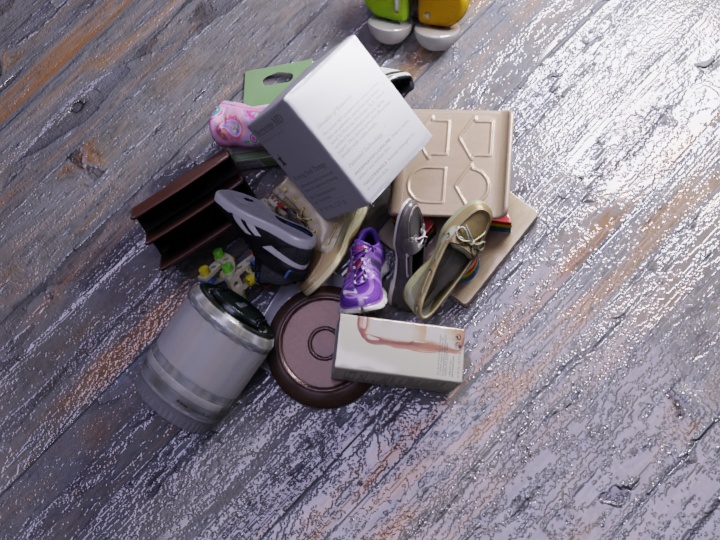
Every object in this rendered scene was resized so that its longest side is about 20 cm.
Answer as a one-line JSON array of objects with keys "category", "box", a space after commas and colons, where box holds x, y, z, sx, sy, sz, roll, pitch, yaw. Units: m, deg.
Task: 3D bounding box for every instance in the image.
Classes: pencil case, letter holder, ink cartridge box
[{"category": "pencil case", "box": [-0.157, -0.246, 1.583, 0.197, 0.087, 0.089, 7, 73, 25]}, {"category": "letter holder", "box": [-0.281, -0.103, 1.576, 0.198, 0.142, 0.101, -33, 109, -1]}, {"category": "ink cartridge box", "box": [-0.159, -0.288, 1.671, 0.143, 0.048, 0.204, -6, 73, 19]}]

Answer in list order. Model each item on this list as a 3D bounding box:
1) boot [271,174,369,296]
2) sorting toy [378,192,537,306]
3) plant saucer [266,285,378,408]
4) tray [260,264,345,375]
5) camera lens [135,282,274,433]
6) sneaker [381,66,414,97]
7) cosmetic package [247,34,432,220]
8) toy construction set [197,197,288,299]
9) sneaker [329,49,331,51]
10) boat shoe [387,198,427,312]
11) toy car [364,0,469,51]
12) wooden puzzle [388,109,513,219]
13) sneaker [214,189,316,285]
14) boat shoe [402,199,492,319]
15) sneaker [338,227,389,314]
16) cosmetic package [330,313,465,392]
[{"category": "boot", "box": [-0.088, -0.076, 1.526, 0.155, 0.073, 0.202, 36, 67, -16]}, {"category": "sorting toy", "box": [0.159, -0.083, 1.545, 0.198, 0.070, 0.201, 37, 81, 19]}, {"category": "plant saucer", "box": [-0.057, 0.122, 1.518, 0.196, 0.035, 0.204, 0, 78, 0]}, {"category": "tray", "box": [-0.106, 0.082, 1.564, 0.106, 0.022, 0.202, 28, 79, 18]}, {"category": "camera lens", "box": [-0.245, 0.135, 1.482, 0.159, 0.160, 0.201, 38, 96, 19]}, {"category": "sneaker", "box": [0.022, -0.276, 1.586, 0.087, 0.076, 0.201, 11, 58, 36]}, {"category": "cosmetic package", "box": [-0.034, -0.216, 1.441, 0.201, 0.167, 0.167, 49, 66, -14]}, {"category": "toy construction set", "box": [-0.180, -0.029, 1.582, 0.130, 0.092, 0.201, 20, 65, 48]}, {"category": "sneaker", "box": [-0.023, -0.283, 1.642, 0.075, 0.087, 0.204, 20, 101, 45]}, {"category": "boat shoe", "box": [0.086, -0.021, 1.487, 0.056, 0.203, 0.067, 21, 38, 22]}, {"category": "toy car", "box": [0.105, -0.502, 1.661, 0.197, 0.177, 0.151, 11, 39, 14]}, {"category": "wooden puzzle", "box": [0.149, -0.171, 1.517, 0.196, 0.046, 0.188, 1, 72, 16]}, {"category": "sneaker", "box": [-0.168, -0.042, 1.486, 0.198, 0.073, 0.113, 30, 114, 25]}, {"category": "boat shoe", "box": [0.142, -0.015, 1.441, 0.201, 0.073, 0.063, -51, 28, 6]}, {"category": "sneaker", "box": [0.000, 0.000, 1.491, 0.079, 0.085, 0.201, -8, 32, 9]}, {"category": "cosmetic package", "box": [0.056, 0.130, 1.450, 0.196, 0.103, 0.089, 7, 74, -6]}]
